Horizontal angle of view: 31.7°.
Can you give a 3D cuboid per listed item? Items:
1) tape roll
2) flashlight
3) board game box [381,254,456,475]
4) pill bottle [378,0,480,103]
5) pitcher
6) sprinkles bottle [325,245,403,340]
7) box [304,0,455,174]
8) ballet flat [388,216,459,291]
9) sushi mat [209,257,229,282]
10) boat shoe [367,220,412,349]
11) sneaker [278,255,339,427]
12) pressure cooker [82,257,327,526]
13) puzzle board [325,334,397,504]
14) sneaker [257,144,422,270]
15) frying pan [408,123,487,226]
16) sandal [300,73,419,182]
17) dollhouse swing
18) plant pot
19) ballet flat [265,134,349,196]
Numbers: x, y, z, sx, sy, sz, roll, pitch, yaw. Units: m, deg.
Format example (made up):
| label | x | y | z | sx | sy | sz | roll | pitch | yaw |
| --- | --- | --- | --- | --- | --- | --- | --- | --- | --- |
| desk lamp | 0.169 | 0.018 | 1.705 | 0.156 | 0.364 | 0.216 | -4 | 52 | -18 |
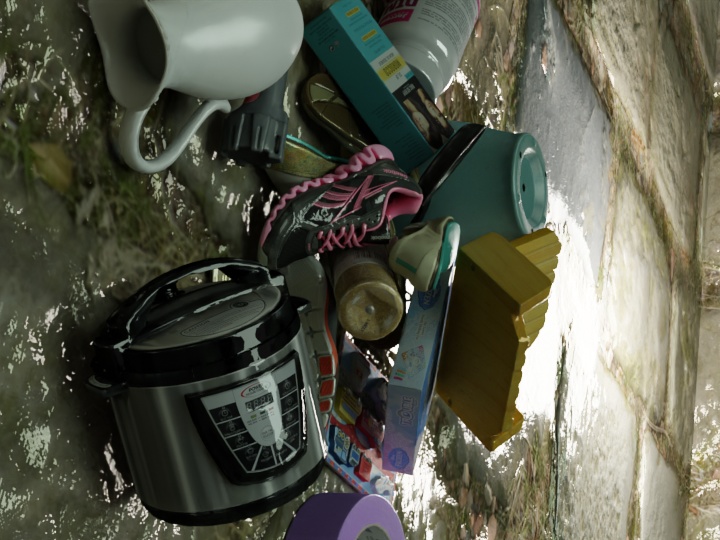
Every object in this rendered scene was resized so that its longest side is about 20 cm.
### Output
| label | x | y | z | sx | sy | sz | roll | pitch | yaw |
| --- | --- | --- | --- | --- | --- | --- | --- | --- | --- |
| tape roll | -0.016 | 0.345 | 1.386 | 0.200 | 0.065 | 0.201 | 14 | 74 | -63 |
| flashlight | -0.103 | -0.203 | 1.255 | 0.068 | 0.068 | 0.201 | 19 | 70 | -31 |
| board game box | 0.069 | 0.106 | 1.489 | 0.200 | 0.043 | 0.200 | 92 | 13 | -54 |
| pill bottle | 0.073 | -0.283 | 1.567 | 0.114 | 0.113 | 0.200 | 64 | 34 | -38 |
| pitcher | -0.144 | -0.185 | 1.136 | 0.200 | 0.121 | 0.172 | -25 | 127 | -51 |
| sprinkles bottle | 0.000 | 0.000 | 1.347 | 0.200 | 0.068 | 0.068 | -103 | 177 | -65 |
| box | 0.021 | -0.212 | 1.433 | 0.200 | 0.049 | 0.082 | 53 | 32 | -7 |
| ballet flat | 0.066 | -0.025 | 1.364 | 0.200 | 0.069 | 0.070 | -41 | 125 | -77 |
| sushi mat | -0.121 | 0.087 | 1.253 | 0.096 | 0.012 | 0.201 | 5 | 83 | -63 |
| boat shoe | 0.022 | -0.009 | 1.484 | 0.063 | 0.073 | 0.201 | -27 | 110 | -61 |
| sneaker | -0.048 | 0.084 | 1.338 | 0.082 | 0.077 | 0.201 | 22 | 69 | -68 |
| pressure cooker | -0.128 | 0.092 | 1.064 | 0.176 | 0.178 | 0.201 | -63 | 144 | -69 |
| puzzle board | 0.009 | 0.186 | 1.505 | 0.200 | 0.017 | 0.151 | 51 | 44 | -51 |
| sneaker | -0.016 | -0.053 | 1.310 | 0.200 | 0.095 | 0.079 | -36 | 154 | -27 |
| frying pan | 0.094 | -0.111 | 1.448 | 0.115 | 0.031 | 0.190 | -50 | 178 | -18 |
| sandal | -0.003 | -0.149 | 1.456 | 0.200 | 0.054 | 0.081 | 38 | 49 | -31 |
| dollhouse swing | 0.196 | 0.070 | 1.475 | 0.175 | 0.182 | 0.201 | -9 | 123 | -27 |
| plant pot | 0.128 | -0.095 | 1.579 | 0.200 | 0.187 | 0.201 | 8 | 81 | -64 |
| ballet flat | -0.057 | -0.102 | 1.348 | 0.200 | 0.070 | 0.071 | 13 | 76 | -63 |
